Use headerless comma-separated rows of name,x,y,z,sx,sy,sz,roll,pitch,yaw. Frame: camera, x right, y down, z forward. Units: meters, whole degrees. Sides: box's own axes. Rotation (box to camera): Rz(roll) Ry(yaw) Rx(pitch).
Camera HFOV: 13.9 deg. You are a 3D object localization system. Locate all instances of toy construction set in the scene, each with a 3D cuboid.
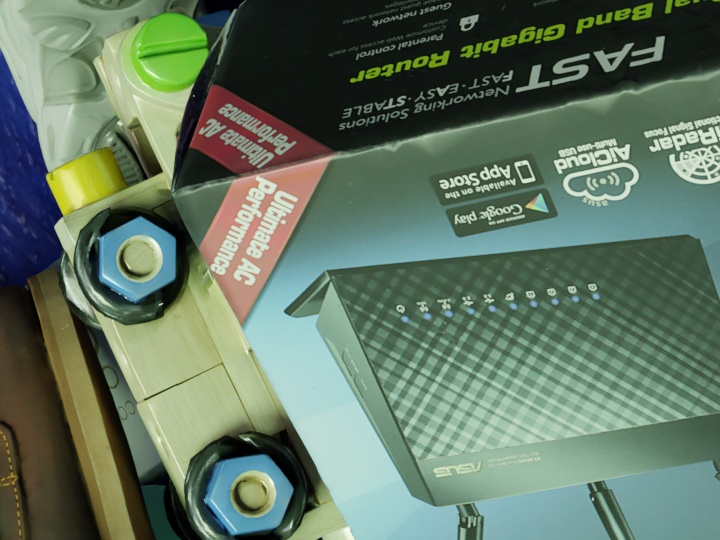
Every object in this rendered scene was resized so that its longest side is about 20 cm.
toy construction set,0.000,0.000,0.721,0.200,0.131,0.092,61,167,15

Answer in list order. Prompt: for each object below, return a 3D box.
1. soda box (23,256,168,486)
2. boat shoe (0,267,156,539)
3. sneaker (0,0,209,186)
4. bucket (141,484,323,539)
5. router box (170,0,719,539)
soda box,-0.049,0.015,0.855,0.200,0.064,0.068,-34,84,53
boat shoe,-0.081,0.077,0.726,0.200,0.070,0.070,-113,6,-48
sneaker,-0.081,-0.100,0.796,0.099,0.078,0.200,53,156,25
bucket,-0.022,0.170,0.800,0.135,0.207,0.207,15,120,36
router box,0.085,0.005,0.538,0.200,0.062,0.150,-12,126,22
